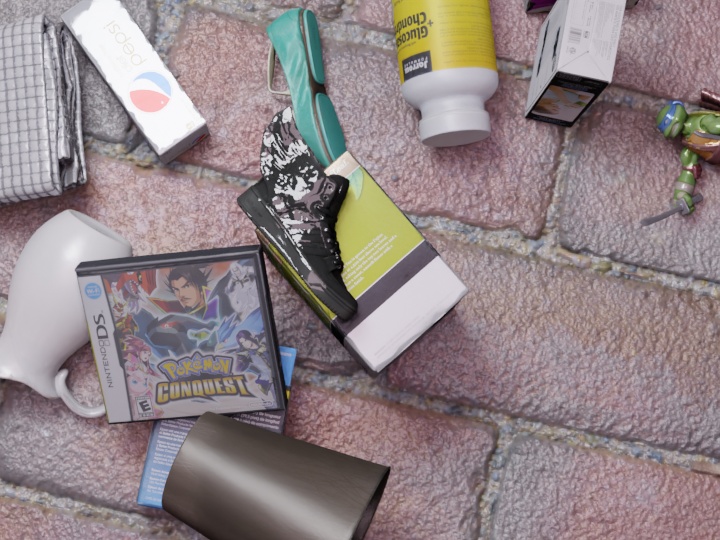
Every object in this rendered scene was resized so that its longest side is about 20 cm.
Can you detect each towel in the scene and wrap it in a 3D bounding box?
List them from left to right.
[{"bbox_3d":[-0.393,-0.168,1.529,0.165,0.086,0.201,-9,82,16],"label":"towel"}]

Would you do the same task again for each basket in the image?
[{"bbox_3d":[-0.092,0.236,1.420,0.199,0.136,0.181,24,40,9],"label":"basket"}]

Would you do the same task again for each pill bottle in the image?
[{"bbox_3d":[0.097,-0.248,1.559,0.111,0.112,0.201,-6,83,-3],"label":"pill bottle"}]

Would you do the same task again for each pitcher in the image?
[{"bbox_3d":[-0.314,0.051,1.518,0.171,0.121,0.201,29,94,-16],"label":"pitcher"}]

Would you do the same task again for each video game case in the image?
[{"bbox_3d":[-0.188,0.070,1.448,0.199,0.026,0.182,-5,109,8],"label":"video game case"}]

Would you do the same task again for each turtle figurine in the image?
[{"bbox_3d":[0.419,-0.103,1.542,0.193,0.200,0.144,18,117,-4],"label":"turtle figurine"}]

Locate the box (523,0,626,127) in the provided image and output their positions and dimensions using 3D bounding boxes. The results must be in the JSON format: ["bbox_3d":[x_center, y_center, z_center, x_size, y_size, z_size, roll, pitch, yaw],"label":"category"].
[{"bbox_3d":[0.236,-0.241,1.520,0.060,0.200,0.117,12,81,-2],"label":"box"}]

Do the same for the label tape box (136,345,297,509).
[{"bbox_3d":[-0.156,0.173,1.525,0.143,0.063,0.201,12,83,0],"label":"label tape box"}]

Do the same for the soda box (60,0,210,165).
[{"bbox_3d":[-0.256,-0.222,1.569,0.068,0.064,0.200,-35,85,-5],"label":"soda box"}]

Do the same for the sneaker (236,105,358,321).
[{"bbox_3d":[-0.045,-0.055,1.357,0.104,0.060,0.200,-41,82,0],"label":"sneaker"}]

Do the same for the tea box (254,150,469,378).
[{"bbox_3d":[0.000,0.000,1.482,0.133,0.200,0.197,-40,85,-5],"label":"tea box"}]

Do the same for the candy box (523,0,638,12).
[{"bbox_3d":[0.254,-0.409,1.610,0.136,0.061,0.201,-3,84,-2],"label":"candy box"}]

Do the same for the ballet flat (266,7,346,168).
[{"bbox_3d":[-0.068,-0.200,1.580,0.070,0.067,0.201,-15,83,21],"label":"ballet flat"}]
